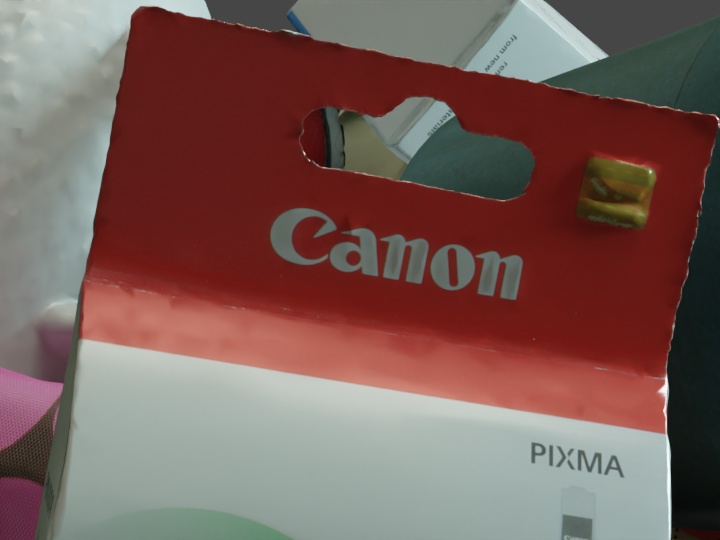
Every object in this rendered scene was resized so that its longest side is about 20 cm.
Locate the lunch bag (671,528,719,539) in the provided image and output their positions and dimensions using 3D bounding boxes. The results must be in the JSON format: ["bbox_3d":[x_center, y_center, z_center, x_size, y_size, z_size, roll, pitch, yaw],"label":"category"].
[{"bbox_3d":[0.172,0.090,0.975,0.198,0.083,0.176,14,10,8],"label":"lunch bag"}]

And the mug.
[{"bbox_3d":[-0.106,-0.025,0.838,0.147,0.177,0.199,30,-16,-38],"label":"mug"}]

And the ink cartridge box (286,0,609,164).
[{"bbox_3d":[0.080,-0.059,1.083,0.200,0.086,0.147,35,11,-32],"label":"ink cartridge box"}]

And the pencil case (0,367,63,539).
[{"bbox_3d":[-0.094,0.072,0.713,0.198,0.091,0.094,14,-9,19],"label":"pencil case"}]

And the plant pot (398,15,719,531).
[{"bbox_3d":[0.121,0.003,0.815,0.199,0.202,0.195,5,-9,-40],"label":"plant pot"}]

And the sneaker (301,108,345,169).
[{"bbox_3d":[-0.082,-0.058,1.141,0.085,0.078,0.199,-23,12,-36],"label":"sneaker"}]

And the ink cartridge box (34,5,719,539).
[{"bbox_3d":[0.004,0.050,0.618,0.160,0.202,0.050,10,10,-14],"label":"ink cartridge box"}]

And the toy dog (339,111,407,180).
[{"bbox_3d":[0.029,-0.050,1.432,0.193,0.141,0.200,20,4,-30],"label":"toy dog"}]
